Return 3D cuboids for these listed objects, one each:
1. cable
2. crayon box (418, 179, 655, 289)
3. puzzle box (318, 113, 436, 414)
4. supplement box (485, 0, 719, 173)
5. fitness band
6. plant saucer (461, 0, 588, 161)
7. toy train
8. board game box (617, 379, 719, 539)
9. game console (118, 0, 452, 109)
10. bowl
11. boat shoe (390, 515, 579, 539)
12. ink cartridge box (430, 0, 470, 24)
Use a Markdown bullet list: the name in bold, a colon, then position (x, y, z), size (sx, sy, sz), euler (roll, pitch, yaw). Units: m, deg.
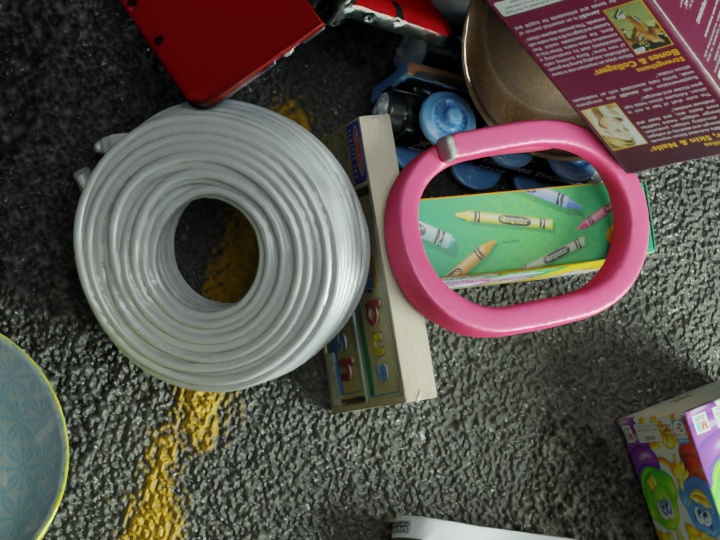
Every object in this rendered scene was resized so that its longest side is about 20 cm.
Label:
- **cable**: position (-0.097, -0.017, 1.111), size (0.200, 0.069, 0.200), euler (-18, 93, 18)
- **crayon box**: position (0.102, -0.022, 1.210), size (0.200, 0.119, 0.058), euler (-6, 84, -22)
- **puzzle box**: position (0.000, 0.000, 1.160), size (0.025, 0.133, 0.200), euler (-7, 84, -25)
- **supplement box**: position (0.182, -0.165, 1.082), size (0.200, 0.110, 0.086), euler (45, 53, -31)
- **fitness band**: position (0.112, -0.030, 1.125), size (0.200, 0.037, 0.144), euler (-11, 85, -26)
- **plant saucer**: position (0.163, -0.176, 1.169), size (0.200, 0.037, 0.201), euler (-8, 120, -13)
- **toy train**: position (0.104, -0.124, 1.247), size (0.200, 0.087, 0.114), euler (12, 71, -20)
- **board game box**: position (0.297, 0.191, 1.261), size (0.105, 0.103, 0.200), euler (-19, 89, -22)
- **game console**: position (-0.063, -0.198, 1.168), size (0.172, 0.119, 0.200), euler (10, 34, -44)
- **bowl**: position (-0.288, 0.134, 1.033), size (0.200, 0.108, 0.200), euler (5, 62, -10)
- **boat shoe**: position (0.117, 0.229, 1.202), size (0.199, 0.074, 0.068), euler (13, 74, -18)
- **ink cartridge box**: position (0.130, -0.241, 1.238), size (0.200, 0.146, 0.084), euler (6, 78, -20)
